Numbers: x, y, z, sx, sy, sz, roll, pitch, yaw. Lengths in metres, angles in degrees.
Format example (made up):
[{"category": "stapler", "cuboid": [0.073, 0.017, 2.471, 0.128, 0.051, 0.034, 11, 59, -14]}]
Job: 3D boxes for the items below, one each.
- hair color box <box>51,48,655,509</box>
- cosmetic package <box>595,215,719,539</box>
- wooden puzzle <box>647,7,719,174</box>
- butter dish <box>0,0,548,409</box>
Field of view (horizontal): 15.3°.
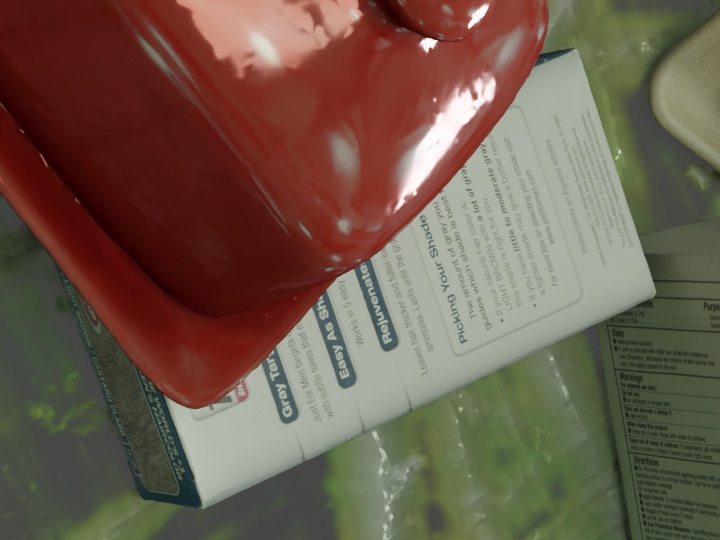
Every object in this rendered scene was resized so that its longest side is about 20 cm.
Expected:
[{"category": "hair color box", "cuboid": [0.000, 0.000, 0.960, 0.200, 0.061, 0.100, -23, 100, -27]}, {"category": "cosmetic package", "cuboid": [0.156, 0.082, 1.025, 0.073, 0.104, 0.200, -13, 99, -30]}, {"category": "wooden puzzle", "cuboid": [0.242, -0.077, 1.043, 0.185, 0.037, 0.200, 35, 118, -24]}, {"category": "butter dish", "cuboid": [-0.017, -0.086, 0.831, 0.200, 0.148, 0.200, -51, 119, -29]}]
